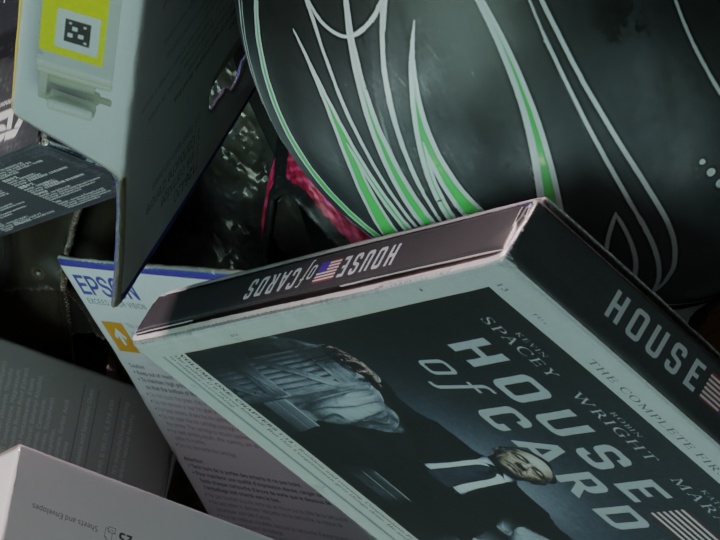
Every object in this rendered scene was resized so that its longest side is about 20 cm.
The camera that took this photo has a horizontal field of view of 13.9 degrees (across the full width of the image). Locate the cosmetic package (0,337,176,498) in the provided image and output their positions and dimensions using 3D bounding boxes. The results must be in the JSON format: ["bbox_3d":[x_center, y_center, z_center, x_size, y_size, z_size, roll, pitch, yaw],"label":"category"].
[{"bbox_3d":[-0.177,0.064,1.052,0.200,0.090,0.107,26,153,-27],"label":"cosmetic package"}]

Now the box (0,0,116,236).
[{"bbox_3d":[-0.135,-0.087,0.997,0.200,0.049,0.161,-16,62,47],"label":"box"}]

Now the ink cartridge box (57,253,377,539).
[{"bbox_3d":[0.008,0.069,0.988,0.196,0.043,0.200,5,128,53],"label":"ink cartridge box"}]

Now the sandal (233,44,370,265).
[{"bbox_3d":[0.000,0.000,0.991,0.075,0.045,0.200,-3,111,51],"label":"sandal"}]

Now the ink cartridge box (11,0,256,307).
[{"bbox_3d":[-0.043,-0.126,0.844,0.047,0.198,0.200,19,129,7],"label":"ink cartridge box"}]

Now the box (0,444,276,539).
[{"bbox_3d":[-0.104,0.122,1.007,0.156,0.041,0.200,24,149,-31],"label":"box"}]

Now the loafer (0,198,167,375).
[{"bbox_3d":[-0.096,-0.018,1.065,0.071,0.073,0.200,27,143,0],"label":"loafer"}]

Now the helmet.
[{"bbox_3d":[0.062,-0.082,0.796,0.200,0.200,0.191,4,100,41],"label":"helmet"}]

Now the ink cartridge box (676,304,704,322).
[{"bbox_3d":[0.124,0.070,0.939,0.200,0.047,0.160,21,130,54],"label":"ink cartridge box"}]

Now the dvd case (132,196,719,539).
[{"bbox_3d":[0.041,0.046,0.805,0.150,0.025,0.200,40,156,-20],"label":"dvd case"}]

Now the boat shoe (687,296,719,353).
[{"bbox_3d":[0.178,0.057,0.783,0.200,0.074,0.076,13,139,-1],"label":"boat shoe"}]
